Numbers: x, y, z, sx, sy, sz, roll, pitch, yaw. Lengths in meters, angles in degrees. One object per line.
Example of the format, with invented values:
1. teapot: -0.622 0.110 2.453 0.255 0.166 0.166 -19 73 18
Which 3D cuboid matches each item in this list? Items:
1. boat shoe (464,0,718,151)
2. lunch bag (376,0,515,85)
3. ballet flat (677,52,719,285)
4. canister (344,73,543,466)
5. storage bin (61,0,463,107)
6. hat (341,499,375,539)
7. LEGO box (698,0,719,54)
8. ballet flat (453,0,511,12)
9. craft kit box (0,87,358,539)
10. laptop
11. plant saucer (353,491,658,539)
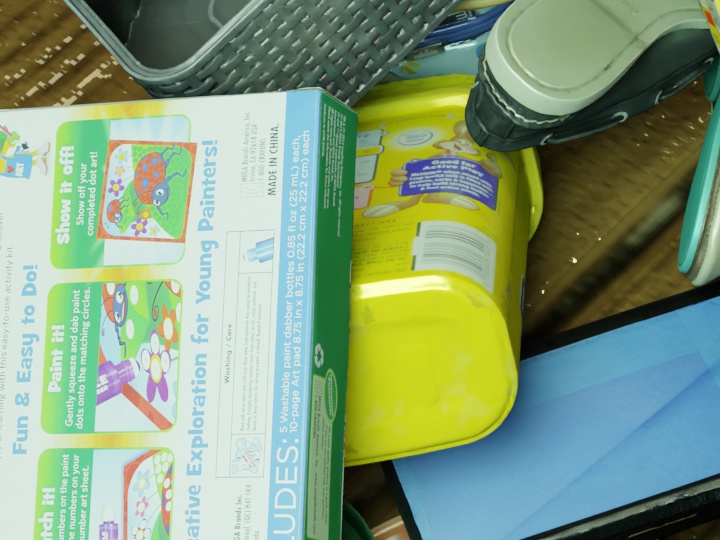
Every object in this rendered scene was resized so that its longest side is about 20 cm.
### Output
1. boat shoe: 0.114 -0.103 1.209 0.074 0.066 0.199 43 48 8
2. lunch bag: 0.003 -0.149 1.359 0.160 0.083 0.201 -14 48 11
3. ballet flat: 0.181 -0.073 1.251 0.069 0.070 0.201 -3 50 16
4. canister: 0.000 0.000 1.179 0.148 0.087 0.200 -9 25 10
5. storage bin: -0.029 -0.155 1.182 0.200 0.094 0.135 -44 55 0
6. hat: -0.114 0.098 1.104 0.199 0.176 0.166 -3 47 38
7. LEGO box: 0.245 -0.113 1.145 0.199 0.150 0.077 -22 11 3
8. ballet flat: 0.011 -0.152 1.257 0.199 0.063 0.069 20 78 32
9. craft kit box: -0.100 0.036 1.076 0.196 0.048 0.201 -1 79 20
10. laptop: 0.098 0.057 1.099 0.176 0.200 0.104 -18 80 -5
11. plant saucer: 0.049 0.178 1.104 0.199 0.032 0.201 -9 49 11
